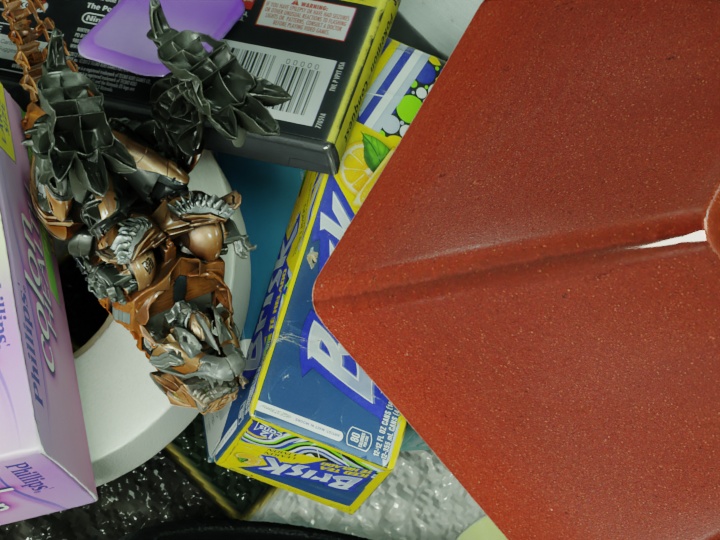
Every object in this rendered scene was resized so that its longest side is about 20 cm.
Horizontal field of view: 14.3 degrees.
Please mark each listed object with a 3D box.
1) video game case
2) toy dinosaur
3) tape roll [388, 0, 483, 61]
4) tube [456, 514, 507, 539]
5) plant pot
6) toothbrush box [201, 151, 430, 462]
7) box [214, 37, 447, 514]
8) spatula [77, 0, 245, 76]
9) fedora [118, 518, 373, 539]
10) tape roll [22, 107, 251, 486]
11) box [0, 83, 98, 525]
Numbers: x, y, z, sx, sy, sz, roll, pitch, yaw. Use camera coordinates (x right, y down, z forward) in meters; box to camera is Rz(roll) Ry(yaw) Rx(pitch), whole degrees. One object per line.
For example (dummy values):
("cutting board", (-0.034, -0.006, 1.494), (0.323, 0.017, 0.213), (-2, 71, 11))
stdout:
("video game case", (-0.077, -0.141, 1.292), (0.199, 0.026, 0.181), (12, 63, 16))
("toy dinosaur", (-0.106, -0.038, 1.194), (0.200, 0.136, 0.102), (41, 60, 6))
("tape roll", (0.062, -0.171, 1.399), (0.200, 0.066, 0.201), (9, 71, -28))
("tube", (0.109, 0.197, 1.292), (0.058, 0.052, 0.200), (-28, 63, -2))
("plant pot", (0.136, -0.002, 1.211), (0.200, 0.176, 0.200), (50, 51, -25))
("toothbrush box", (0.022, 0.005, 1.351), (0.199, 0.085, 0.147), (-3, 69, -18))
("box", (0.000, 0.000, 1.261), (0.070, 0.064, 0.200), (21, 62, -8))
("spatula", (-0.054, -0.160, 1.272), (0.056, 0.021, 0.200), (19, 64, 23))
("fedora", (-0.021, 0.175, 1.247), (0.200, 0.201, 0.092), (6, 99, -16))
("tape roll", (-0.149, 0.002, 1.277), (0.202, 0.037, 0.203), (-3, 71, 9))
("box", (-0.229, 0.027, 1.212), (0.199, 0.097, 0.176), (-14, 71, 6))
